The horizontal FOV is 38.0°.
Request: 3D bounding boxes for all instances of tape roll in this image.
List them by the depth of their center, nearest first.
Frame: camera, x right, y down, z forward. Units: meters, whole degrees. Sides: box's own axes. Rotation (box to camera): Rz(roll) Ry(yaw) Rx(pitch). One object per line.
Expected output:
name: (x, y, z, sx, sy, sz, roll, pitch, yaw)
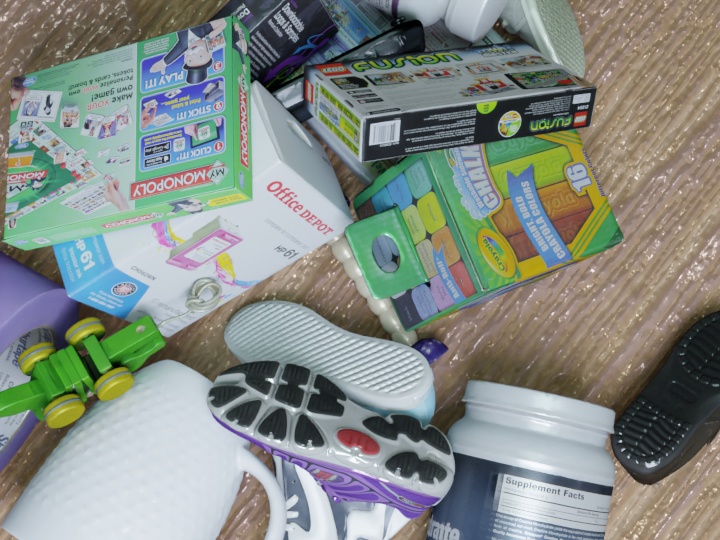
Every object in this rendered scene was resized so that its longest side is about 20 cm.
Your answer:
tape roll: (-0.311, 0.083, 0.811, 0.084, 0.200, 0.201, 29, 83, 6)

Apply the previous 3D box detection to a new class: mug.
mug: (-0.150, 0.178, 0.822, 0.199, 0.148, 0.176, 25, 68, 22)

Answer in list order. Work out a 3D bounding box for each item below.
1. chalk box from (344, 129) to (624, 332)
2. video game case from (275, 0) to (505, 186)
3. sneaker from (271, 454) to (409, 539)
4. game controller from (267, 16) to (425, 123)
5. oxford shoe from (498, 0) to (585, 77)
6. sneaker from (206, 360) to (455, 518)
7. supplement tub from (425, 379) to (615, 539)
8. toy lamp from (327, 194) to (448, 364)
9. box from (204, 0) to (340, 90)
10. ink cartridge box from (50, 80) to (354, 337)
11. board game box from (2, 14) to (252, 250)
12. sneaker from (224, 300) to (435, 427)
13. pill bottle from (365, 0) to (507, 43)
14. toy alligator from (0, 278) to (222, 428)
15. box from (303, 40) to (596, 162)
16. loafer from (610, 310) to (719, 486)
chalk box: (0.084, -0.036, 0.836, 0.199, 0.124, 0.126, -19, 83, -32)
video game case: (0.029, -0.182, 0.944, 0.182, 0.022, 0.200, -44, 86, -6)
sneaker: (-0.056, 0.204, 0.864, 0.199, 0.080, 0.130, -40, 84, -6)
game controller: (-0.037, -0.153, 0.874, 0.198, 0.104, 0.042, -26, 101, 1)
oxford shoe: (0.139, -0.250, 0.941, 0.058, 0.075, 0.201, -29, 92, 36)
sneaker: (-0.029, 0.140, 0.800, 0.198, 0.084, 0.081, 25, 38, -2)
supplement tub: (0.125, 0.199, 0.836, 0.139, 0.140, 0.202, 12, 82, 1)
toy lamp: (0.000, 0.000, 0.902, 0.058, 0.058, 0.201, -36, 85, -5)
box: (-0.111, -0.163, 0.861, 0.199, 0.143, 0.036, -40, 83, 5)
ink cartridge box: (-0.124, -0.043, 0.829, 0.199, 0.144, 0.085, -32, 65, 12)
board game box: (-0.173, -0.099, 0.769, 0.198, 0.029, 0.136, -10, 72, 21)
sneaker: (-0.028, 0.090, 0.878, 0.198, 0.082, 0.074, 20, 54, 30)
pill bottle: (0.033, -0.277, 0.884, 0.199, 0.112, 0.113, 32, 83, 9)
toy alligator: (-0.194, 0.069, 0.811, 0.199, 0.054, 0.060, -29, 71, -19)
box: (0.067, -0.133, 0.798, 0.198, 0.110, 0.035, -11, 124, -23)
loafer: (0.286, 0.107, 0.895, 0.199, 0.072, 0.073, -36, 54, -16)
